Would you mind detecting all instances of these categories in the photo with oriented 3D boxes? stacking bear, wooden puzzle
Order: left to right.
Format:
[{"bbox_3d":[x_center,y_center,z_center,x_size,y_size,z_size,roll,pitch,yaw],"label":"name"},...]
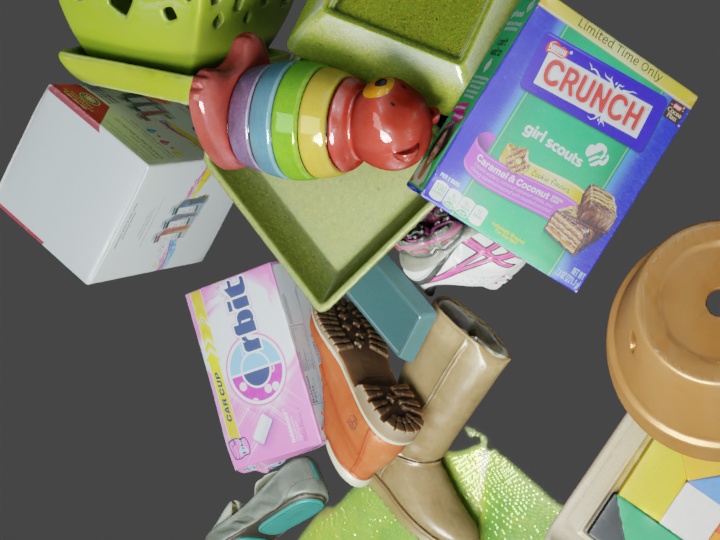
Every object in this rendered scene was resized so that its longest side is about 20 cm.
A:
[{"bbox_3d":[-0.031,-0.133,1.365,0.199,0.122,0.114,8,127,25],"label":"stacking bear"},{"bbox_3d":[0.286,0.209,1.346,0.184,0.037,0.201,35,84,3],"label":"wooden puzzle"}]

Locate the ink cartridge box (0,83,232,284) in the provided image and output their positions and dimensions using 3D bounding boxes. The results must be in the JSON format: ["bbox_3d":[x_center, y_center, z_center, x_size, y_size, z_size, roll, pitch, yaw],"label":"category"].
[{"bbox_3d":[-0.235,-0.094,1.578,0.145,0.200,0.145,38,112,18],"label":"ink cartridge box"}]

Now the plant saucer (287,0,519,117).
[{"bbox_3d":[0.057,-0.257,1.395,0.198,0.048,0.201,23,79,12],"label":"plant saucer"}]

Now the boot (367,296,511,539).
[{"bbox_3d":[0.088,0.156,1.509,0.175,0.066,0.201,39,114,21],"label":"boot"}]

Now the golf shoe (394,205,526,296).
[{"bbox_3d":[0.131,-0.029,1.463,0.199,0.073,0.092,-11,125,26],"label":"golf shoe"}]

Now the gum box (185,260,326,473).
[{"bbox_3d":[-0.093,0.101,1.596,0.113,0.066,0.202,-20,83,30],"label":"gum box"}]

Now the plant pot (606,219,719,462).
[{"bbox_3d":[0.298,0.045,1.283,0.198,0.140,0.202,-4,70,12],"label":"plant pot"}]

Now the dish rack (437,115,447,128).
[{"bbox_3d":[0.033,-0.213,1.488,0.199,0.054,0.154,33,112,22],"label":"dish rack"}]

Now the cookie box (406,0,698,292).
[{"bbox_3d":[0.164,-0.112,1.339,0.170,0.075,0.201,30,94,-15],"label":"cookie box"}]

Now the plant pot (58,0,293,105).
[{"bbox_3d":[-0.178,-0.272,1.524,0.199,0.199,0.183,13,111,27],"label":"plant pot"}]

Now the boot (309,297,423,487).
[{"bbox_3d":[-0.016,0.116,1.532,0.108,0.075,0.201,-58,40,34],"label":"boot"}]

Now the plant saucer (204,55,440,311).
[{"bbox_3d":[-0.019,-0.100,1.455,0.200,0.048,0.200,-44,74,18],"label":"plant saucer"}]

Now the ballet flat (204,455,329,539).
[{"bbox_3d":[-0.110,0.263,1.653,0.200,0.067,0.064,-39,51,28],"label":"ballet flat"}]

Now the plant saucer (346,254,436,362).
[{"bbox_3d":[0.000,0.000,1.528,0.200,0.019,0.070,49,134,28],"label":"plant saucer"}]
